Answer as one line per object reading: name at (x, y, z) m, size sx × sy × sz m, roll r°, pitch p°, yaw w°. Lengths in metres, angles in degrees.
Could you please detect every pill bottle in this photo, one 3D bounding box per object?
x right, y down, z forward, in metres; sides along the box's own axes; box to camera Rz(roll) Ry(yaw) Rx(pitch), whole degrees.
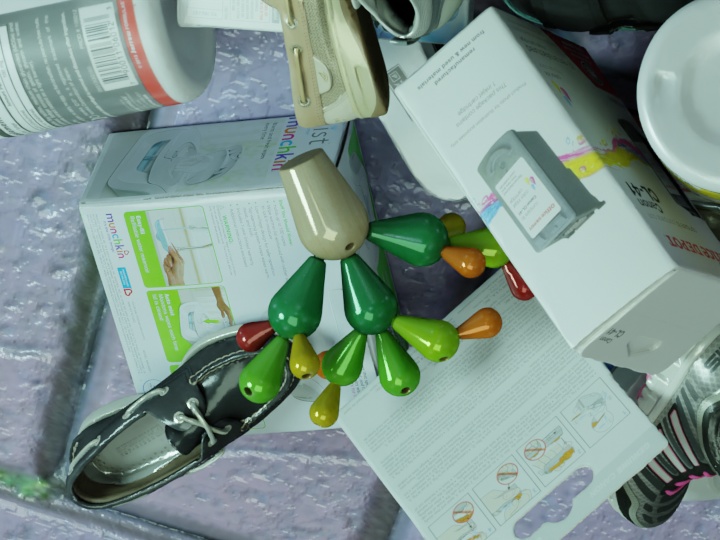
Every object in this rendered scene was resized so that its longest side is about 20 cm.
pill bottle at (-0.202, -0.148, 1.710) m, size 0.199 × 0.116 × 0.116 m, roll -9°, pitch 123°, yaw 17°
pill bottle at (0.223, -0.097, 1.580) m, size 0.114 × 0.200 × 0.115 m, roll 0°, pitch 89°, yaw 9°

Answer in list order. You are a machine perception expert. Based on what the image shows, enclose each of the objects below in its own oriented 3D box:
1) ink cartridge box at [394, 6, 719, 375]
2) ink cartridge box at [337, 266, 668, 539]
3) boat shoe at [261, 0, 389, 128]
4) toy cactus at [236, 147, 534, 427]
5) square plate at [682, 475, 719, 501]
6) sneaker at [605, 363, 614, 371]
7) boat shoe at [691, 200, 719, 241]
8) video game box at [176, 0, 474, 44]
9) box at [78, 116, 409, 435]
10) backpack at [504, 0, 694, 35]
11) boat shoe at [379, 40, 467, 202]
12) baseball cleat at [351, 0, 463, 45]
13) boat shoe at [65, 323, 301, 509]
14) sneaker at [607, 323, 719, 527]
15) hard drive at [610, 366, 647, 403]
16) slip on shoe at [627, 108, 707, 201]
ink cartridge box at (0.129, -0.047, 1.598) m, size 0.086 × 0.147 × 0.200 m, roll -41°, pitch 68°, yaw 17°
ink cartridge box at (0.095, 0.108, 1.718) m, size 0.162 × 0.200 × 0.050 m, roll -41°, pitch 139°, yaw 3°
boat shoe at (-0.038, -0.178, 1.588) m, size 0.064 × 0.071 × 0.201 m, roll -12°, pitch 109°, yaw 12°
toy cactus at (0.000, 0.000, 1.695) m, size 0.199 × 0.102 × 0.166 m, roll -26°, pitch 104°, yaw 0°
square plate at (0.311, 0.090, 1.775) m, size 0.199 × 0.029 × 0.199 m, roll -3°, pitch 139°, yaw -14°
sneaker at (0.140, 0.062, 1.830) m, size 0.200 × 0.079 × 0.089 m, roll -40°, pitch 103°, yaw 23°
boat shoe at (0.199, -0.020, 1.739) m, size 0.199 × 0.065 × 0.074 m, roll -3°, pitch 82°, yaw 15°
video game box at (-0.017, -0.242, 1.623) m, size 0.181 × 0.047 × 0.201 m, roll 6°, pitch 111°, yaw 9°
box at (-0.074, 0.007, 1.808) m, size 0.176 × 0.097 × 0.201 m, roll -6°, pitch 124°, yaw 14°
backpack at (0.149, -0.224, 1.556) m, size 0.175 × 0.154 × 0.200 m, roll -6°, pitch 152°, yaw 13°
boat shoe at (0.022, -0.136, 1.706) m, size 0.068 × 0.057 × 0.201 m, roll -26°, pitch 98°, yaw 12°
baseball cleat at (0.021, -0.230, 1.541) m, size 0.069 × 0.106 × 0.201 m, roll -7°, pitch 107°, yaw 24°
boat shoe at (-0.118, 0.100, 1.790) m, size 0.199 × 0.060 × 0.074 m, roll -26°, pitch 116°, yaw 28°
sneaker at (0.217, 0.108, 1.702) m, size 0.087 × 0.074 × 0.200 m, roll 40°, pitch 139°, yaw 21°
hard drive at (0.263, 0.072, 1.781) m, size 0.199 × 0.027 × 0.132 m, roll 8°, pitch 136°, yaw -28°
slip on shoe at (0.201, -0.079, 1.716) m, size 0.199 × 0.074 × 0.062 m, roll 9°, pitch 97°, yaw -1°
